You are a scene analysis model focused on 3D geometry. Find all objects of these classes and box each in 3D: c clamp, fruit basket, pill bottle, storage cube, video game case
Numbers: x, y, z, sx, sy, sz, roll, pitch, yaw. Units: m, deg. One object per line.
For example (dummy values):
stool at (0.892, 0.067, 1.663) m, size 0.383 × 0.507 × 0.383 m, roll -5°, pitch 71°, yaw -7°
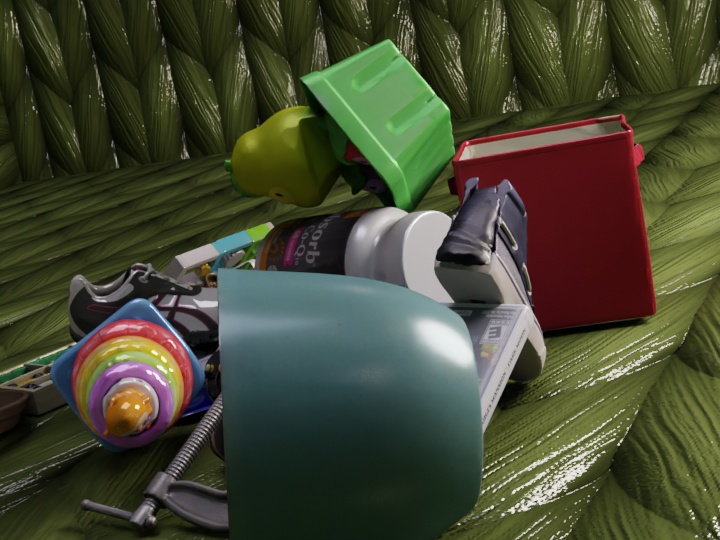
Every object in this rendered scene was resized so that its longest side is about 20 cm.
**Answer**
c clamp at (-0.103, 0.125, 0.966) m, size 0.169 × 0.027 × 0.201 m, roll 13°, pitch 53°, yaw 40°
fruit basket at (-0.020, -0.109, 1.207) m, size 0.215 × 0.156 × 0.216 m, roll -38°, pitch -11°, yaw -9°
pill bottle at (0.000, 0.000, 1.194) m, size 0.198 × 0.118 × 0.116 m, roll -6°, pitch 12°, yaw 45°
storage cube at (0.195, -0.048, 1.274) m, size 0.197 × 0.182 × 0.171 m, roll -10°, pitch 11°, yaw 10°
video game case at (0.016, 0.094, 0.973) m, size 0.198 × 0.023 × 0.183 m, roll 1°, pitch 45°, yaw 35°

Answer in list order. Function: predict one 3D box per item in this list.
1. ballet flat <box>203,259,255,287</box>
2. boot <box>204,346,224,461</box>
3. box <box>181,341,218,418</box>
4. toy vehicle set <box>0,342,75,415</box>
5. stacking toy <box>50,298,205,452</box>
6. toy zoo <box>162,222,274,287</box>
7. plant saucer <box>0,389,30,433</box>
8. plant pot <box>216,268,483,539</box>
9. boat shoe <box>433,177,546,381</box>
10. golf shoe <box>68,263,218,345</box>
ballet flat at (-0.113, 0.022, 1.501) m, size 0.198 × 0.073 × 0.068 m, roll -2°, pitch 16°, yaw 35°
boot at (-0.091, 0.099, 1.115) m, size 0.150 × 0.073 × 0.201 m, roll -24°, pitch 28°, yaw 53°
box at (-0.183, 0.106, 1.266) m, size 0.118 × 0.042 × 0.199 m, roll -18°, pitch 11°, yaw -27°
toy vehicle set at (-0.315, 0.109, 1.401) m, size 0.123 × 0.027 × 0.199 m, roll -1°, pitch 16°, yaw 42°
stacking toy at (-0.190, 0.104, 1.041) m, size 0.116 × 0.110 × 0.200 m, roll -38°, pitch 11°, yaw -5°
toy zoo at (-0.202, 0.011, 1.574) m, size 0.199 × 0.021 × 0.132 m, roll -24°, pitch -21°, yaw -46°
plant saucer at (-0.423, 0.155, 1.235) m, size 0.197 × 0.030 × 0.200 m, roll -10°, pitch 4°, yaw 1°
plant pot at (-0.009, 0.096, 0.810) m, size 0.158 × 0.204 × 0.201 m, roll -3°, pitch 11°, yaw -6°
boat shoe at (0.120, 0.009, 1.045) m, size 0.074 × 0.201 × 0.094 m, roll 8°, pitch 60°, yaw 24°
golf shoe at (-0.197, 0.035, 1.274) m, size 0.197 × 0.089 × 0.077 m, roll -12°, pitch 12°, yaw -10°
